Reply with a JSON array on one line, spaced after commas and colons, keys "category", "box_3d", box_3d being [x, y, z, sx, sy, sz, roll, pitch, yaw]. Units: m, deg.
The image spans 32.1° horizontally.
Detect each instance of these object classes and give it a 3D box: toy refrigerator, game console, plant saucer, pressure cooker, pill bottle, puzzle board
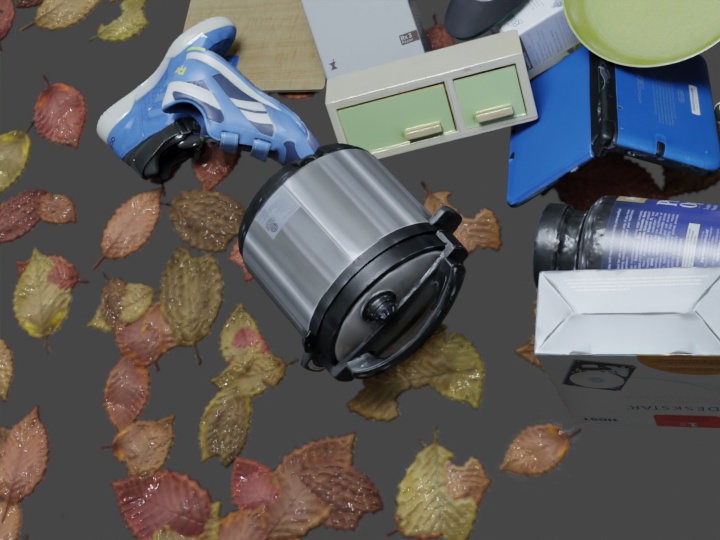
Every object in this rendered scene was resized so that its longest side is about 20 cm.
[{"category": "toy refrigerator", "box_3d": [0.071, -0.172, 1.258, 0.200, 0.076, 0.070, -13, 31, 8]}, {"category": "game console", "box_3d": [0.245, -0.139, 1.230, 0.171, 0.118, 0.200, 15, 43, -4]}, {"category": "plant saucer", "box_3d": [0.293, -0.283, 1.205, 0.200, 0.031, 0.200, -9, 70, 27]}, {"category": "pressure cooker", "box_3d": [-0.002, 0.000, 1.203, 0.179, 0.176, 0.200, -24, 57, -31]}, {"category": "pill bottle", "box_3d": [0.266, -0.010, 1.151, 0.200, 0.112, 0.112, 8, 70, 22]}, {"category": "puzzle board", "box_3d": [-0.120, -0.273, 1.467, 0.200, 0.017, 0.151, 2, 69, 21]}]

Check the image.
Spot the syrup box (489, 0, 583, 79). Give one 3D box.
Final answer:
[{"category": "syrup box", "box_3d": [0.230, -0.293, 1.309, 0.200, 0.081, 0.079, -31, 57, 7]}]

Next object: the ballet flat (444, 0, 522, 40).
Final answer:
[{"category": "ballet flat", "box_3d": [0.158, -0.317, 1.262, 0.200, 0.073, 0.073, -39, 60, 0]}]

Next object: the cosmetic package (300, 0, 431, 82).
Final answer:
[{"category": "cosmetic package", "box_3d": [0.005, -0.267, 1.327, 0.113, 0.081, 0.200, -19, 98, 12]}]

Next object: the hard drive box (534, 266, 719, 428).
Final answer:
[{"category": "hard drive box", "box_3d": [0.245, 0.070, 1.072, 0.156, 0.200, 0.077, -1, 67, 20]}]

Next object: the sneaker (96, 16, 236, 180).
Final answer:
[{"category": "sneaker", "box_3d": [-0.193, -0.187, 1.412, 0.200, 0.077, 0.111, -43, 73, -2]}]

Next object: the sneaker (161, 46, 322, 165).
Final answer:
[{"category": "sneaker", "box_3d": [-0.125, -0.153, 1.350, 0.200, 0.074, 0.082, 36, 72, 1]}]

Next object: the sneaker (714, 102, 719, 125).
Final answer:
[{"category": "sneaker", "box_3d": [0.375, -0.218, 1.158, 0.076, 0.075, 0.200, 0, 62, 39]}]
